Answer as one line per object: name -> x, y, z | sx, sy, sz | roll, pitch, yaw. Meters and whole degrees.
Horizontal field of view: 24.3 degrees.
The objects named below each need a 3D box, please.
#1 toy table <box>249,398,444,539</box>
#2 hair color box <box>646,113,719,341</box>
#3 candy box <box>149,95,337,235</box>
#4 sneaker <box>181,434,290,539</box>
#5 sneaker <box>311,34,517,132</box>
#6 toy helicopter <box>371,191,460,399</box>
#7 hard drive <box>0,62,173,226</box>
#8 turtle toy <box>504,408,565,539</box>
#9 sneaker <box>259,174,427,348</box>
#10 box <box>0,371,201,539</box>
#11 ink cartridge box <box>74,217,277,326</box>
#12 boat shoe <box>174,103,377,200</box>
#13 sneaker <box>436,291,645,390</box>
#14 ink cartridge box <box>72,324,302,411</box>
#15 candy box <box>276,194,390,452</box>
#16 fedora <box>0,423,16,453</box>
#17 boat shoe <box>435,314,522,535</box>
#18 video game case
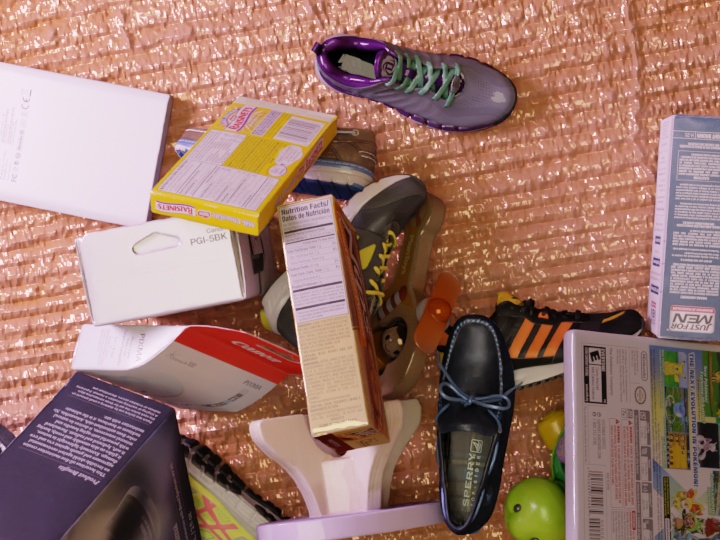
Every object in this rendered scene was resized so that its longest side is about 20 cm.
toy table -> -0.013, 0.187, 1.555 | 0.183, 0.199, 0.119 | -13, 82, 42
hair color box -> 0.304, -0.039, 1.544 | 0.060, 0.100, 0.203 | 4, 93, 4
candy box -> -0.099, -0.096, 1.482 | 0.101, 0.200, 0.027 | 11, 123, 16
sneaker -> -0.147, 0.236, 1.609 | 0.200, 0.078, 0.090 | 42, 97, 3
sneaker -> 0.049, -0.176, 1.571 | 0.198, 0.088, 0.075 | 12, 93, 5
toy helicopter -> 0.047, 0.022, 1.567 | 0.078, 0.132, 0.202 | 20, 74, -28
hard drive -> -0.292, -0.124, 1.637 | 0.198, 0.026, 0.134 | 11, 93, 5
turtle toy -> 0.224, 0.192, 1.558 | 0.199, 0.101, 0.147 | -30, 89, 6
sneaker -> 0.000, 0.000, 1.554 | 0.200, 0.075, 0.085 | -47, 63, -3
box -> -0.248, 0.240, 1.489 | 0.122, 0.199, 0.202 | 17, 135, 26
ink cartridge box -> -0.164, -0.005, 1.541 | 0.145, 0.200, 0.084 | -10, 91, 6
boat shoe -> -0.078, -0.117, 1.600 | 0.198, 0.072, 0.073 | 11, 74, 10
sneaker -> 0.166, 0.057, 1.575 | 0.198, 0.070, 0.091 | -19, 93, 8
ink cartridge box -> -0.137, 0.093, 1.523 | 0.198, 0.160, 0.048 | 1, 73, 36
candy box -> -0.022, 0.048, 1.444 | 0.055, 0.115, 0.202 | -12, 75, 6
fedora -> -0.356, 0.242, 1.611 | 0.199, 0.091, 0.203 | -4, 82, 32
boat shoe -> 0.108, 0.142, 1.525 | 0.083, 0.069, 0.203 | -3, 90, 13
video game case -> 0.266, 0.161, 1.501 | 0.180, 0.022, 0.203 | 6, 75, -20
